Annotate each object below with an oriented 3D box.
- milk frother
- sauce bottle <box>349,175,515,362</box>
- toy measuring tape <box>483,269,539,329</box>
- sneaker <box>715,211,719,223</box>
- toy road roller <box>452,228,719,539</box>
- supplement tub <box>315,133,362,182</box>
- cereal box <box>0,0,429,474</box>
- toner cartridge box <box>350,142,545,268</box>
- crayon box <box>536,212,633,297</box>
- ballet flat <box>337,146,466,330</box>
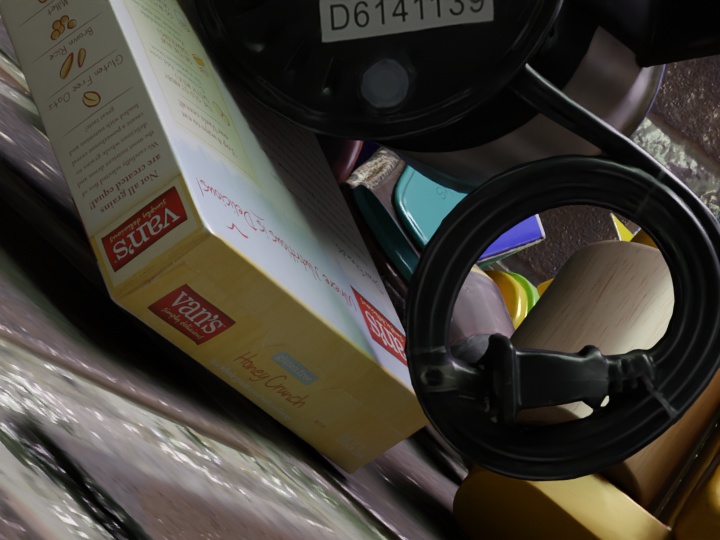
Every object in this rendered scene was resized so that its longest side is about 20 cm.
[{"bbox_3d":[0.048,-0.042,0.824,0.179,0.201,0.188,12,-1,16],"label":"milk frother"},{"bbox_3d":[0.027,0.021,1.048,0.066,0.066,0.200,36,3,-32],"label":"sauce bottle"},{"bbox_3d":[0.070,0.049,1.089,0.073,0.074,0.200,36,5,-30],"label":"toy measuring tape"},{"bbox_3d":[0.180,-0.002,1.096,0.200,0.086,0.078,57,11,-68],"label":"sneaker"},{"bbox_3d":[0.142,0.060,0.824,0.200,0.123,0.146,36,-35,3],"label":"toy road roller"},{"bbox_3d":[-0.058,-0.080,1.104,0.107,0.107,0.200,38,5,-12],"label":"supplement tub"},{"bbox_3d":[-0.054,-0.049,0.777,0.144,0.039,0.201,41,21,-53],"label":"cereal box"},{"bbox_3d":[0.014,-0.094,1.155,0.095,0.043,0.201,-26,-97,68],"label":"toner cartridge box"},{"bbox_3d":[0.134,0.072,1.094,0.200,0.051,0.128,44,25,-57],"label":"crayon box"},{"bbox_3d":[0.000,0.000,0.946,0.068,0.075,0.200,55,14,-6],"label":"ballet flat"}]
